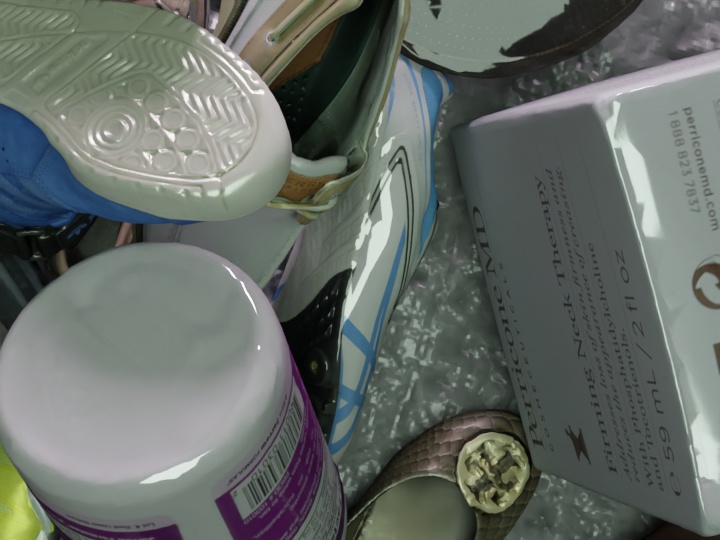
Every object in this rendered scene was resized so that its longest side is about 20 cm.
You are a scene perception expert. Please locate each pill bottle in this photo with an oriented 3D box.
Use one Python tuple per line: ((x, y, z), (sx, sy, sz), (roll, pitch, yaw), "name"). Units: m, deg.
((-0.066, 0.086, 0.762), (0.111, 0.201, 0.113), (-5, 56, 8), "pill bottle")

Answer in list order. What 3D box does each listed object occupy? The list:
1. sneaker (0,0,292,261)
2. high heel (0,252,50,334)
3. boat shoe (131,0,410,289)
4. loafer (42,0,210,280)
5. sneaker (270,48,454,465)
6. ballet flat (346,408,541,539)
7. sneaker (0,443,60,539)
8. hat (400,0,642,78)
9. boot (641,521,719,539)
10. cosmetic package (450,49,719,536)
((-0.105, -0.047, 0.736), (0.199, 0.111, 0.077), (15, 66, 22), "sneaker")
((-0.225, 0.028, 0.839), (0.200, 0.071, 0.143), (-43, 68, 16), "high heel")
((-0.038, -0.054, 0.777), (0.074, 0.068, 0.201), (6, 117, -32), "boat shoe")
((-0.104, -0.086, 0.824), (0.071, 0.063, 0.202), (6, 94, -5), "loafer")
((0.000, 0.000, 0.843), (0.072, 0.072, 0.202), (4, 104, -38), "sneaker")
((0.003, 0.136, 0.862), (0.199, 0.046, 0.068), (-36, 98, -2), "ballet flat")
((-0.201, 0.134, 0.798), (0.200, 0.076, 0.076), (-44, 125, 14), "sneaker")
((0.060, -0.189, 0.819), (0.199, 0.081, 0.202), (-3, 110, -7), "hat")
((0.133, 0.222, 0.845), (0.166, 0.072, 0.201), (-28, 72, -3), "boot")
((0.157, -0.005, 0.779), (0.165, 0.200, 0.169), (-16, 94, -12), "cosmetic package")
